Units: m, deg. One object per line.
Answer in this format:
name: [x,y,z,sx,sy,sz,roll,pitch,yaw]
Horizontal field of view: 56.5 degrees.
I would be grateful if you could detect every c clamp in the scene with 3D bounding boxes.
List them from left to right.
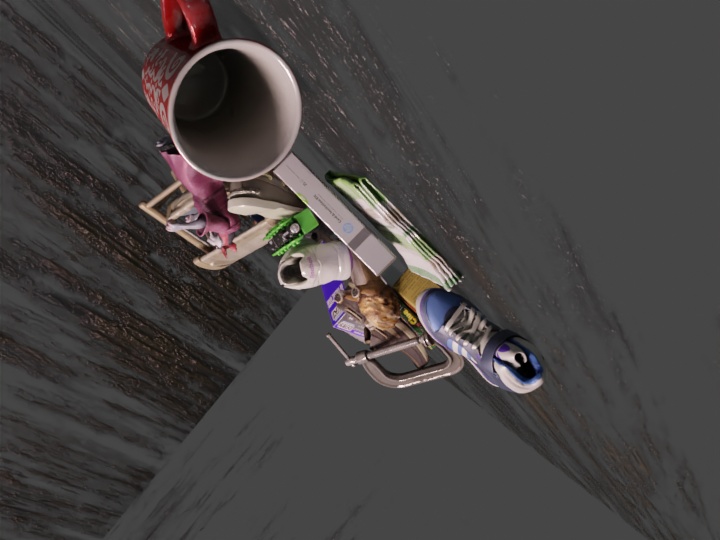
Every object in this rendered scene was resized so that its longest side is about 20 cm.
c clamp: [0.066,0.144,1.117,0.171,0.198,0.027,56,-151,-36]

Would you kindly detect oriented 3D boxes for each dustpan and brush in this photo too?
dustpan and brush: [0.090,0.053,1.249,0.200,0.057,0.140,33,171,50]

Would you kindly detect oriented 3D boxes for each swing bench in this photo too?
swing bench: [-0.224,-0.109,1.142,0.200,0.198,0.130,50,-146,-20]

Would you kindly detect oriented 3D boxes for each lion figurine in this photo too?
lion figurine: [0.000,0.000,1.081,0.122,0.072,0.202,2,-112,-51]

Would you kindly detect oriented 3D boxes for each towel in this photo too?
towel: [0.039,-0.055,0.900,0.200,0.031,0.149,43,173,-21]

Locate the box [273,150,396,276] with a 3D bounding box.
box: [-0.040,-0.087,0.958,0.200,0.041,0.156,46,-177,-12]

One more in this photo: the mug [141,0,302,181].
mug: [-0.155,-0.207,0.708,0.132,0.179,0.200,1,-158,-29]

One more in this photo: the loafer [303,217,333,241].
loafer: [-0.078,-0.089,1.266,0.070,0.068,0.201,33,-178,-16]

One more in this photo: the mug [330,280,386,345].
mug: [0.039,0.076,1.487,0.175,0.147,0.202,28,137,43]

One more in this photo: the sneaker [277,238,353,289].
sneaker: [-0.093,-0.009,1.010,0.199,0.099,0.076,-11,91,61]

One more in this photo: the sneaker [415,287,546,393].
sneaker: [0.176,0.093,0.944,0.200,0.081,0.146,44,166,-4]

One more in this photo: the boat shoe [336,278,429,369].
boat shoe: [0.035,0.103,1.161,0.200,0.073,0.074,46,176,-7]

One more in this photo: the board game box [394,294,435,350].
board game box: [0.060,0.061,1.179,0.200,0.023,0.105,46,178,8]

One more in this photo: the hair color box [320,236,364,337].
hair color box: [-0.017,0.032,1.281,0.109,0.065,0.201,22,-150,-34]

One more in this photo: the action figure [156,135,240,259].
action figure: [-0.223,-0.115,1.008,0.134,0.148,0.201,-112,-2,-65]

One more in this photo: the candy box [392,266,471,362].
candy box: [0.149,0.083,1.109,0.200,0.057,0.117,42,175,18]

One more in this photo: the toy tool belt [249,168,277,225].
toy tool belt: [-0.190,-0.144,1.245,0.123,0.125,0.201,26,148,52]

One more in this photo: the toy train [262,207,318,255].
toy train: [-0.106,-0.058,1.013,0.042,0.056,0.200,57,164,-5]

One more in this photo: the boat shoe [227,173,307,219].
boat shoe: [-0.129,-0.111,1.003,0.071,0.061,0.201,-6,176,24]
